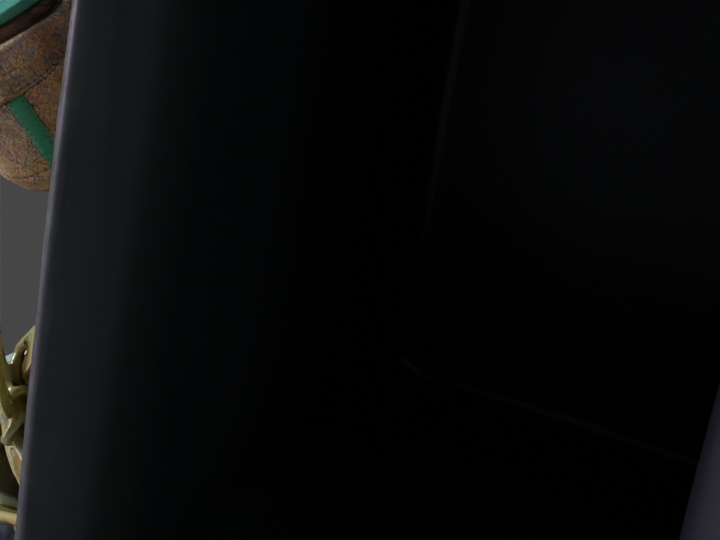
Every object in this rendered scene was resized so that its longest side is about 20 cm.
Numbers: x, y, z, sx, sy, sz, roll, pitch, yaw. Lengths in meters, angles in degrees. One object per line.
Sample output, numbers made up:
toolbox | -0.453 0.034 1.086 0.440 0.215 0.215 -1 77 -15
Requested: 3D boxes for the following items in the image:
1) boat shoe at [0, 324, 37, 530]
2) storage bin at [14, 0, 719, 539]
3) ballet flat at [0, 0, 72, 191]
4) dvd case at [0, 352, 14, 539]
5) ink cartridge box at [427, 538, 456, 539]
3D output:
boat shoe | -0.091 0.055 0.774 0.200 0.062 0.074 110 159 -71
storage bin | 0.039 -0.010 0.438 0.134 0.145 0.201 -46 -30 -58
ballet flat | -0.096 -0.073 0.828 0.067 0.068 0.200 58 -163 -15
dvd case | -0.102 0.115 0.993 0.146 0.022 0.201 -24 -60 -47
ink cartridge box | 0.003 0.111 0.606 0.200 0.083 0.147 -154 69 -71
